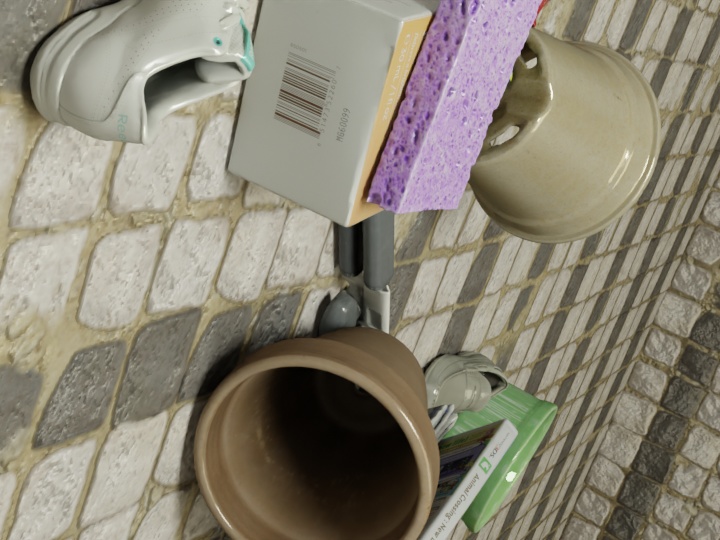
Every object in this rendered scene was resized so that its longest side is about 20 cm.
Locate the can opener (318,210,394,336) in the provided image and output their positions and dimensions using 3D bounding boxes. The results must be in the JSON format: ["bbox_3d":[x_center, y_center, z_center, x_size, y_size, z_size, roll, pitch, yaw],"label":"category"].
[{"bbox_3d":[0.000,0.000,1.107,0.066,0.053,0.200,-45,151,-38],"label":"can opener"}]

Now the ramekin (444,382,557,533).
[{"bbox_3d":[0.166,0.237,1.662,0.200,0.098,0.200,-51,163,-22],"label":"ramekin"}]

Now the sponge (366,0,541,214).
[{"bbox_3d":[0.071,-0.134,0.861,0.112,0.030,0.200,-6,120,-64],"label":"sponge"}]

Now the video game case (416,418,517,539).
[{"bbox_3d":[0.030,0.217,1.120,0.200,0.022,0.182,-28,-166,47],"label":"video game case"}]

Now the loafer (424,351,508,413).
[{"bbox_3d":[0.125,0.139,1.527,0.200,0.070,0.070,-16,128,-62],"label":"loafer"}]

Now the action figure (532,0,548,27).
[{"bbox_3d":[0.188,-0.314,1.193,0.200,0.052,0.065,-56,163,-32],"label":"action figure"}]

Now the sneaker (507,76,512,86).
[{"bbox_3d":[0.089,-0.243,1.026,0.075,0.076,0.200,17,80,-66],"label":"sneaker"}]

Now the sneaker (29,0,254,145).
[{"bbox_3d":[-0.087,-0.141,0.702,0.200,0.088,0.075,-54,155,-25],"label":"sneaker"}]

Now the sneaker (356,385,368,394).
[{"bbox_3d":[-0.013,0.145,1.188,0.200,0.090,0.066,-61,160,-9],"label":"sneaker"}]

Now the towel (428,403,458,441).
[{"bbox_3d":[-0.003,0.196,1.203,0.147,0.024,0.200,-45,-169,-36],"label":"towel"}]

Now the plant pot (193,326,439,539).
[{"bbox_3d":[-0.017,0.132,1.058,0.175,0.200,0.200,-48,157,-65],"label":"plant pot"}]

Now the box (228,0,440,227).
[{"bbox_3d":[0.015,-0.140,0.911,0.200,0.106,0.152,-30,140,-54],"label":"box"}]

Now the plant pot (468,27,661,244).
[{"bbox_3d":[0.146,-0.140,1.135,0.183,0.200,0.201,19,97,-57],"label":"plant pot"}]
